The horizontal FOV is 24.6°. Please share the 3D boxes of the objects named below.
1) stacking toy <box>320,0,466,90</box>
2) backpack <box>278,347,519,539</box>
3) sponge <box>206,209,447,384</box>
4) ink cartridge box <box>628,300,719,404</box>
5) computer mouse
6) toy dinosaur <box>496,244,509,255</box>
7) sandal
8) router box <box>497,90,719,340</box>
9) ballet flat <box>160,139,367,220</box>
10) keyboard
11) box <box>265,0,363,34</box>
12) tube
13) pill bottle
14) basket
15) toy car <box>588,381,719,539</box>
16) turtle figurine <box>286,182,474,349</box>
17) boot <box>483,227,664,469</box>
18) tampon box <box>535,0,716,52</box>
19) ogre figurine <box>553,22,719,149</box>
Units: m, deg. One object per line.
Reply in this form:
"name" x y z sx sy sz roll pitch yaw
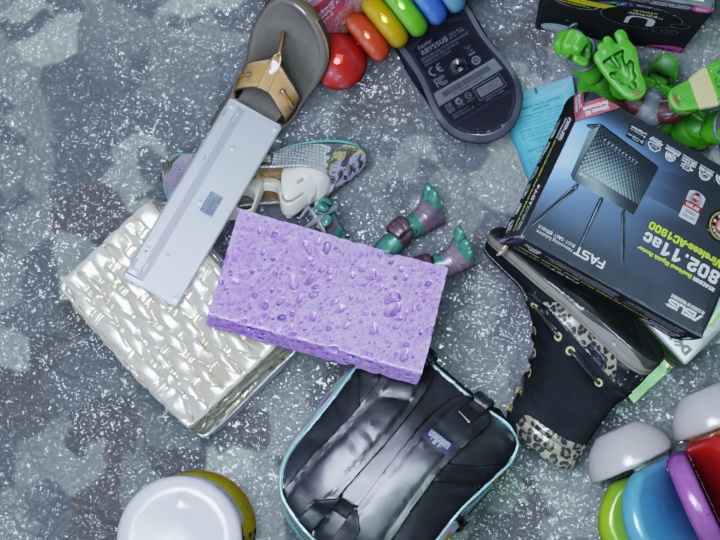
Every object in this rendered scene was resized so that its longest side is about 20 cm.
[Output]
"stacking toy" 0.036 -0.245 1.561 0.200 0.085 0.085 -39 85 5
"backpack" 0.021 0.185 1.514 0.176 0.153 0.200 40 70 4
"sponge" -0.030 0.023 1.477 0.199 0.030 0.112 16 62 1
"ink cartridge box" 0.301 0.021 1.569 0.200 0.059 0.104 -43 86 -2
"computer mouse" 0.094 -0.207 1.602 0.138 0.053 0.201 -25 73 2
"toy dinosaur" 0.213 -0.077 1.533 0.199 0.060 0.107 -4 77 -29
"sandal" -0.092 -0.170 1.544 0.082 0.055 0.200 35 128 -5
"router box" 0.245 -0.048 1.487 0.199 0.062 0.150 28 81 -10
"ballet flat" -0.090 -0.079 1.576 0.199 0.072 0.072 -5 85 -4
"keyboard" -0.143 -0.064 1.504 0.056 0.011 0.201 30 73 -5
"box" -0.009 -0.320 1.576 0.200 0.095 0.103 -44 67 -2
"tube" 0.194 -0.084 1.590 0.077 0.050 0.201 -15 81 0
"pill bottle" -0.152 0.237 1.494 0.109 0.200 0.110 0 85 2
"basket" -0.169 0.044 1.548 0.136 0.123 0.200 -43 86 -2
"toy car" 0.314 0.207 1.509 0.199 0.150 0.176 -24 86 0
"turtle figurine" 0.000 0.000 1.558 0.199 0.101 0.150 -26 72 -10
"boot" 0.167 0.072 1.546 0.203 0.073 0.154 42 118 21
"tampon box" 0.249 -0.291 1.525 0.149 0.200 0.127 11 86 4
"ogre figurine" 0.273 -0.164 1.555 0.199 0.120 0.099 6 81 1
